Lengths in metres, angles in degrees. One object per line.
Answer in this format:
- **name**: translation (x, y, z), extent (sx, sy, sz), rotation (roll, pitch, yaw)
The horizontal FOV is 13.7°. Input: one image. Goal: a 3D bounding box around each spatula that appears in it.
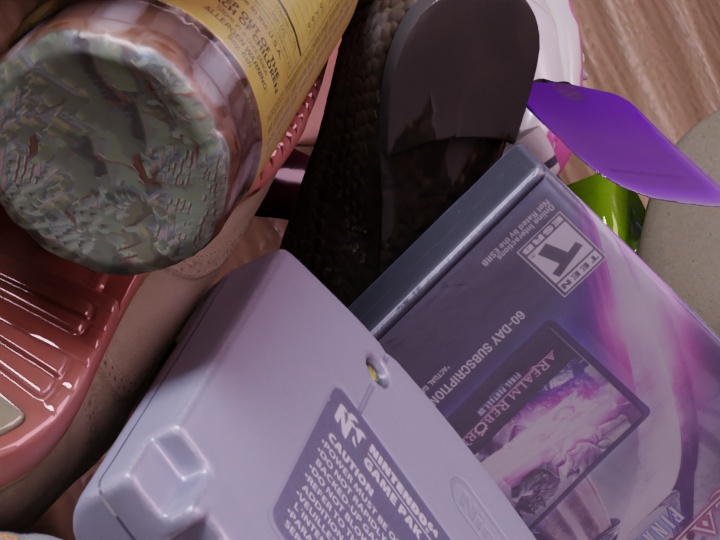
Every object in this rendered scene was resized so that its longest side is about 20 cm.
- **spatula**: translation (0.036, -0.062, 0.964), extent (0.056, 0.021, 0.200), rotation (4, 16, -42)

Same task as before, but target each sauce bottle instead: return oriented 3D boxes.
- **sauce bottle**: translation (-0.032, -0.072, 0.726), extent (0.065, 0.065, 0.200), rotation (52, 29, -15)

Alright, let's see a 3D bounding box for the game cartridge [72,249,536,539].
- **game cartridge**: translation (0.014, 0.098, 0.722), extent (0.200, 0.041, 0.133), rotation (55, 29, -13)

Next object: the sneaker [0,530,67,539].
- **sneaker**: translation (-0.061, 0.143, 0.633), extent (0.079, 0.074, 0.201), rotation (-5, 64, -28)

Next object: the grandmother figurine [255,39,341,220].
- **grandmother figurine**: translation (-0.047, -0.049, 0.860), extent (0.200, 0.121, 0.061), rotation (-32, 134, -53)

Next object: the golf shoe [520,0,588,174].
- **golf shoe**: translation (0.014, -0.110, 1.052), extent (0.091, 0.075, 0.201), rotation (13, 45, -42)

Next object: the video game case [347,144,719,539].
- **video game case**: translation (0.051, 0.070, 0.836), extent (0.200, 0.143, 0.019), rotation (41, 7, -39)

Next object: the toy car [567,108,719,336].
- **toy car**: translation (0.178, 0.047, 1.085), extent (0.200, 0.163, 0.158), rotation (56, 25, -35)

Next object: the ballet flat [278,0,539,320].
- **ballet flat**: translation (0.000, 0.000, 0.806), extent (0.067, 0.201, 0.046), rotation (-4, 34, -29)

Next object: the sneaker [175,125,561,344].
- **sneaker**: translation (0.019, 0.014, 0.916), extent (0.200, 0.078, 0.080), rotation (-27, 97, -57)

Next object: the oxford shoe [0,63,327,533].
- **oxford shoe**: translation (-0.070, -0.004, 0.746), extent (0.071, 0.074, 0.200), rotation (27, 48, 12)
